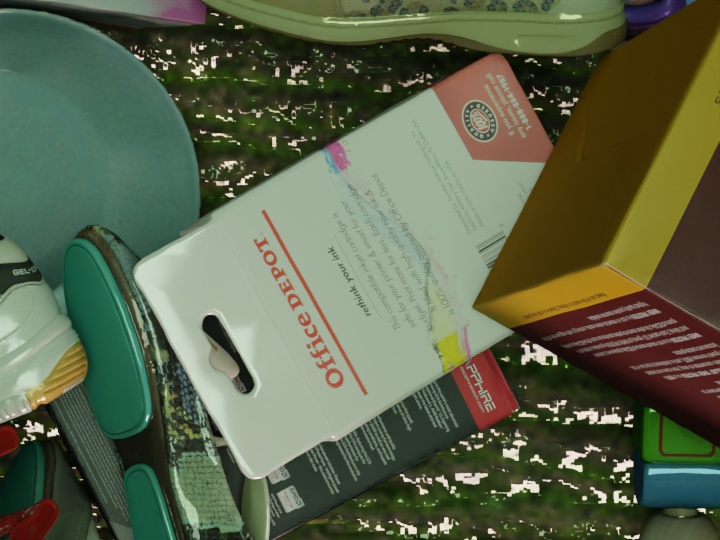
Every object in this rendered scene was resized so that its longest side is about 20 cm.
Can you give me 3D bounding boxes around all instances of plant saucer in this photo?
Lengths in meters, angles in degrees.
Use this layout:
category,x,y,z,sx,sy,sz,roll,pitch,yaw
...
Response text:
category,x,y,z,sx,sy,sz,roll,pitch,yaw
plant saucer,-0.176,-0.031,1.220,0.201,0.039,0.201,-7,114,-17

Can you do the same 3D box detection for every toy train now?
category,x,y,z,sx,sy,sz,roll,pitch,yaw
toy train,0.226,0.093,1.243,0.200,0.085,0.116,1,100,-2

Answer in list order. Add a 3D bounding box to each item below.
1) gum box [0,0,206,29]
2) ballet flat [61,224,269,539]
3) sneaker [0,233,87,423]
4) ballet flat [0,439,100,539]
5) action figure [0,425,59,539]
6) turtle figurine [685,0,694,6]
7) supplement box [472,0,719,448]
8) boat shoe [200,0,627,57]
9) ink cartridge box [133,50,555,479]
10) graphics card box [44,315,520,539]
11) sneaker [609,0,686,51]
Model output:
category,x,y,z,sx,sy,sz,roll,pitch,yaw
gum box,-0.157,-0.178,1.190,0.200,0.066,0.114,5,90,-36
ballet flat,-0.082,0.073,1.177,0.074,0.074,0.200,-13,93,-2
sneaker,-0.222,0.045,1.179,0.200,0.076,0.088,-23,95,15
ballet flat,-0.143,0.153,1.181,0.064,0.200,0.067,30,116,-16
action figure,-0.226,0.127,1.192,0.200,0.052,0.065,-24,102,39
turtle figurine,0.261,-0.106,1.176,0.200,0.194,0.144,-19,48,29
supplement box,0.184,-0.001,1.086,0.200,0.197,0.133,29,79,-8
boat shoe,0.023,-0.139,1.183,0.200,0.073,0.063,5,113,8
ink cartridge box,0.000,0.000,1.176,0.200,0.067,0.117,-30,94,-17
graphics card box,-0.041,0.058,1.233,0.200,0.051,0.126,-28,94,-9
sneaker,0.066,-0.163,1.233,0.200,0.083,0.081,14,89,-2
